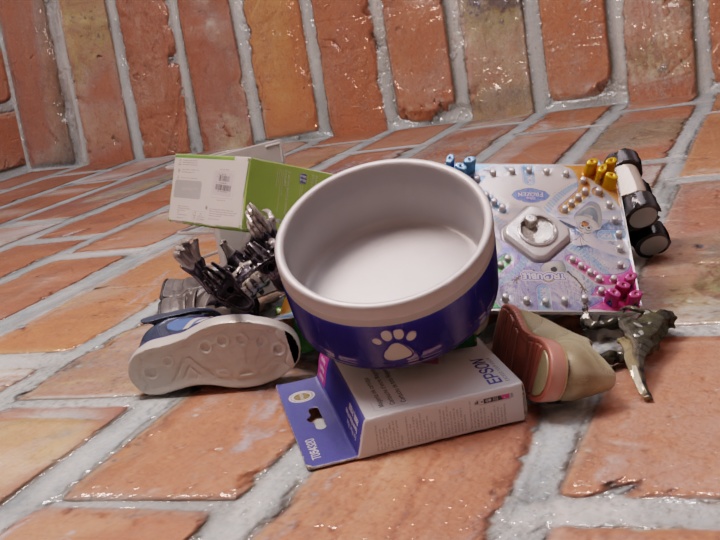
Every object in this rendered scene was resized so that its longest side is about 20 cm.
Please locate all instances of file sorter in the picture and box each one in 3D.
[{"bbox_3d":[-0.182,-0.070,1.590,0.124,0.203,0.138,2,17,45],"label":"file sorter"}]

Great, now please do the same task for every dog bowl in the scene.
[{"bbox_3d":[0.025,-0.009,1.016,0.197,0.079,0.202,-8,42,7],"label":"dog bowl"}]

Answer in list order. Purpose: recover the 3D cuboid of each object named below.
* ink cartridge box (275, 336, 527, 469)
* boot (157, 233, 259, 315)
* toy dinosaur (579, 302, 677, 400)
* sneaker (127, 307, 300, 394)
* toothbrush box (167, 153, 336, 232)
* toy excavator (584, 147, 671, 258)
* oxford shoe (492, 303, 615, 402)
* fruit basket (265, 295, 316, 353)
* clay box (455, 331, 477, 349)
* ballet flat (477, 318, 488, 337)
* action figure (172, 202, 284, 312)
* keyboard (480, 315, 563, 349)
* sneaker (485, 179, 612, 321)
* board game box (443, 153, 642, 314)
[{"bbox_3d":[0.028,0.105,1.036,0.197,0.044,0.196,-10,17,-11],"label":"ink cartridge box"},{"bbox_3d":[-0.191,0.010,1.450,0.130,0.071,0.201,-6,31,10],"label":"boot"},{"bbox_3d":[0.248,0.068,1.064,0.087,0.048,0.200,4,20,22],"label":"toy dinosaur"},{"bbox_3d":[-0.148,0.071,1.230,0.197,0.082,0.147,-12,16,14],"label":"sneaker"},{"bbox_3d":[-0.112,-0.086,1.371,0.144,0.087,0.198,8,0,44],"label":"toothbrush box"},{"bbox_3d":[0.268,-0.075,1.408,0.198,0.195,0.101,-22,49,13],"label":"toy excavator"},{"bbox_3d":[0.172,0.081,1.040,0.073,0.072,0.200,7,13,-11],"label":"oxford shoe"},{"bbox_3d":[-0.036,0.035,1.276,0.183,0.095,0.199,-9,4,-26],"label":"fruit basket"},{"bbox_3d":[0.048,-0.002,1.100,0.113,0.048,0.201,-8,39,6],"label":"clay box"},{"bbox_3d":[0.112,0.003,1.231,0.068,0.070,0.201,-6,28,11],"label":"ballet flat"},{"bbox_3d":[-0.131,-0.012,1.211,0.118,0.103,0.200,-33,10,-7],"label":"action figure"},{"bbox_3d":[0.141,0.068,1.204,0.198,0.011,0.056,-19,17,-38],"label":"keyboard"},{"bbox_3d":[0.198,-0.027,1.236,0.144,0.078,0.204,6,46,-2],"label":"sneaker"},{"bbox_3d":[0.187,-0.043,1.185,0.197,0.026,0.202,1,53,-1],"label":"board game box"}]
